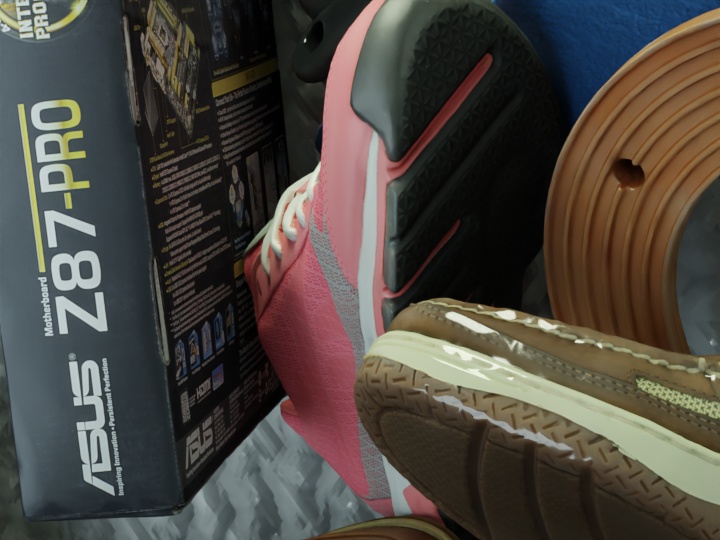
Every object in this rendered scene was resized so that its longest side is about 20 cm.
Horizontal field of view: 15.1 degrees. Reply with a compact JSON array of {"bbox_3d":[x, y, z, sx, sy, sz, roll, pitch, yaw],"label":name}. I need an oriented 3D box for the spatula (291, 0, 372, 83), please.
[{"bbox_3d":[0.049,-0.111,0.703,0.200,0.021,0.057,-43,40,31],"label":"spatula"}]

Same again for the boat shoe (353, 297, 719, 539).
[{"bbox_3d":[0.100,0.048,0.630,0.202,0.075,0.075,26,152,6],"label":"boat shoe"}]

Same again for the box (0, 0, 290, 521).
[{"bbox_3d":[-0.057,-0.030,0.756,0.049,0.200,0.162,-3,98,9],"label":"box"}]

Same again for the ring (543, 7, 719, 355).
[{"bbox_3d":[0.136,0.018,0.645,0.200,0.019,0.201,22,137,22],"label":"ring"}]

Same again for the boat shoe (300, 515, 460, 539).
[{"bbox_3d":[-0.051,0.124,0.743,0.200,0.067,0.072,-28,74,34],"label":"boat shoe"}]

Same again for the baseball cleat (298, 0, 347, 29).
[{"bbox_3d":[0.020,-0.156,0.728,0.106,0.070,0.201,13,110,43],"label":"baseball cleat"}]

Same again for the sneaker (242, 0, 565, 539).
[{"bbox_3d":[0.000,0.000,0.710,0.087,0.074,0.200,27,145,26],"label":"sneaker"}]

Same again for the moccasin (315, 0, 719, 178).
[{"bbox_3d":[0.061,-0.065,0.701,0.200,0.068,0.081,-10,121,50],"label":"moccasin"}]
